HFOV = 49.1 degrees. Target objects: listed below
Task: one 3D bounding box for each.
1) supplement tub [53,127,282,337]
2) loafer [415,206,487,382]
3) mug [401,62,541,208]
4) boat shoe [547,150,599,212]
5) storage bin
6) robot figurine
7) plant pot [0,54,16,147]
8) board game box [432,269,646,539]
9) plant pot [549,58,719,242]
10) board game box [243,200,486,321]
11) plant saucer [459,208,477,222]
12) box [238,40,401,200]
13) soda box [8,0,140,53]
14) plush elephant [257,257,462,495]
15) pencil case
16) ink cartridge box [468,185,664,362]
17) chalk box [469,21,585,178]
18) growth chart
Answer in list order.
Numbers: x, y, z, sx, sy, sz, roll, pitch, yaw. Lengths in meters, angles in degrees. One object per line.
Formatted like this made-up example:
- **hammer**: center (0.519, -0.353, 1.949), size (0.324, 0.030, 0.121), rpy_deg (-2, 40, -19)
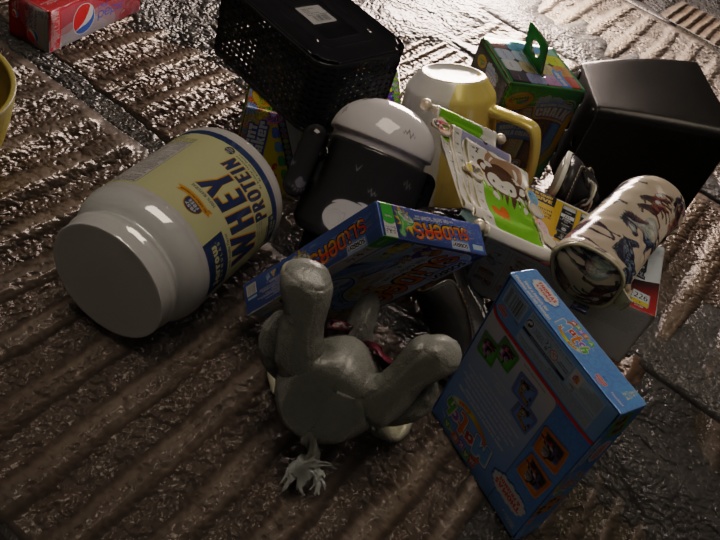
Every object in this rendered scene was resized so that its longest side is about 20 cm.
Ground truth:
- **supplement tub**: center (-0.184, -0.041, 0.778), size (0.145, 0.145, 0.200), rpy_deg (30, 42, 9)
- **loafer**: center (0.085, 0.028, 0.836), size (0.072, 0.073, 0.201), rpy_deg (13, 59, -48)
- **mug**: center (0.128, -0.180, 1.019), size (0.186, 0.154, 0.150), rpy_deg (3, 31, -3)
- **boat shoe**: center (0.275, -0.100, 1.007), size (0.060, 0.074, 0.200), rpy_deg (27, 2, 14)
- **storage bin**: center (-0.064, -0.262, 0.920), size (0.135, 0.094, 0.200), rpy_deg (-24, 57, -38)
- **robot figurine**: center (0.001, -0.088, 0.863), size (0.125, 0.201, 0.150), rpy_deg (24, 5, 17)
- **plant pot**: center (-0.442, -0.129, 0.764), size (0.199, 0.142, 0.200), rpy_deg (12, 41, -11)
- **board game box**: center (0.146, 0.122, 0.702), size (0.037, 0.200, 0.151), rpy_deg (-9, 50, -32)
- **plant pot**: center (0.379, -0.190, 1.131), size (0.177, 0.200, 0.200), rpy_deg (13, 42, -10)
- **board game box**: center (0.000, 0.000, 0.750), size (0.135, 0.200, 0.035), rpy_deg (8, 63, -41)
- **plant saucer**: center (0.211, -0.018, 1.000), size (0.200, 0.039, 0.201), rpy_deg (11, 43, -11)
- **box**: center (-0.055, -0.195, 1.011), size (0.192, 0.122, 0.200), rpy_deg (12, 43, -11)
- **soda box**: center (-0.396, -0.377, 1.105), size (0.070, 0.064, 0.200), rpy_deg (29, 41, 8)
- **plush elephant**: center (-0.013, 0.087, 0.719), size (0.164, 0.200, 0.155), rpy_deg (22, 18, -1)
- **pencil case**: center (0.276, -0.033, 0.829), size (0.089, 0.078, 0.200), rpy_deg (48, 48, 5)
- **ink cartridge box**: center (0.240, -0.018, 0.919), size (0.200, 0.084, 0.176), rpy_deg (26, 43, 5)
- **chalk box**: center (0.226, -0.250, 1.129), size (0.123, 0.200, 0.125), rpy_deg (3, 45, -21)
- **growth chart**: center (0.145, -0.094, 0.849), size (0.144, 0.018, 0.200), rpy_deg (12, 48, -35)
